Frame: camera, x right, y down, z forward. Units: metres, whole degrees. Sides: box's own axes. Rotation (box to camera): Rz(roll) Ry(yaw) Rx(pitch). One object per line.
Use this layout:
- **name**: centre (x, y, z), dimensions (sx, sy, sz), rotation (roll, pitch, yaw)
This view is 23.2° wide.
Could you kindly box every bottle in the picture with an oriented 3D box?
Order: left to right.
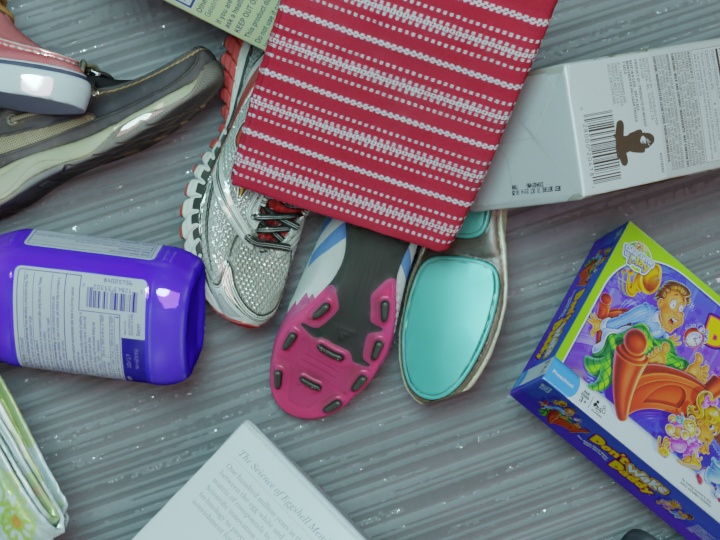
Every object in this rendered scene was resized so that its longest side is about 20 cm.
- **bottle**: centre (-0.194, 0.018, 1.058), dimensions (0.198, 0.065, 0.084), rotation (6, 117, 7)

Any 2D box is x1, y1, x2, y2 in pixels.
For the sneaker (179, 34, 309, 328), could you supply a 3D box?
- **sneaker**: centre (-0.054, -0.064, 1.074), dimensions (0.077, 0.082, 0.202), rotation (7, 94, -45)

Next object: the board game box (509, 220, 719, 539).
- **board game box**: centre (0.209, 0.084, 1.131), dimensions (0.199, 0.045, 0.135), rotation (38, 61, -9)

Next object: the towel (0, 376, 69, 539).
- **towel**: centre (-0.286, 0.115, 1.039), dimensions (0.199, 0.048, 0.172), rotation (-25, 95, 19)

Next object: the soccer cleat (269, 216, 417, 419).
- **soccer cleat**: centre (0.000, 0.000, 1.110), dimensions (0.069, 0.086, 0.201), rotation (22, 112, -4)

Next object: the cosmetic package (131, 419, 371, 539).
- **cosmetic package**: centre (-0.058, 0.237, 1.043), dimensions (0.200, 0.123, 0.199), rotation (-45, 69, -4)

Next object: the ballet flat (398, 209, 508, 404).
- **ballet flat**: centre (0.070, -0.013, 1.119), dimensions (0.067, 0.062, 0.202), rotation (11, 92, 18)

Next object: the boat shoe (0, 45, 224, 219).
- **boat shoe**: centre (-0.180, -0.094, 1.058), dimensions (0.198, 0.074, 0.074), rotation (-26, 89, 3)

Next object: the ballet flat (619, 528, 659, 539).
- **ballet flat**: centre (0.252, 0.225, 1.160), dimensions (0.198, 0.073, 0.074), rotation (23, 89, -4)

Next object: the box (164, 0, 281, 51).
- **box**: centre (-0.051, -0.230, 1.029), dimensions (0.199, 0.097, 0.177), rotation (26, 49, -11)

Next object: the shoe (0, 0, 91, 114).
- **shoe**: centre (-0.234, -0.150, 1.021), dimensions (0.198, 0.071, 0.092), rotation (13, 87, 29)

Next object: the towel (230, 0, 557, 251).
- **towel**: centre (0.016, -0.106, 0.980), dimensions (0.143, 0.023, 0.201), rotation (18, 130, -5)

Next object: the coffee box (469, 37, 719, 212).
- **coffee box**: centre (0.170, -0.094, 1.074), dimensions (0.198, 0.114, 0.081), rotation (-13, 96, -33)
